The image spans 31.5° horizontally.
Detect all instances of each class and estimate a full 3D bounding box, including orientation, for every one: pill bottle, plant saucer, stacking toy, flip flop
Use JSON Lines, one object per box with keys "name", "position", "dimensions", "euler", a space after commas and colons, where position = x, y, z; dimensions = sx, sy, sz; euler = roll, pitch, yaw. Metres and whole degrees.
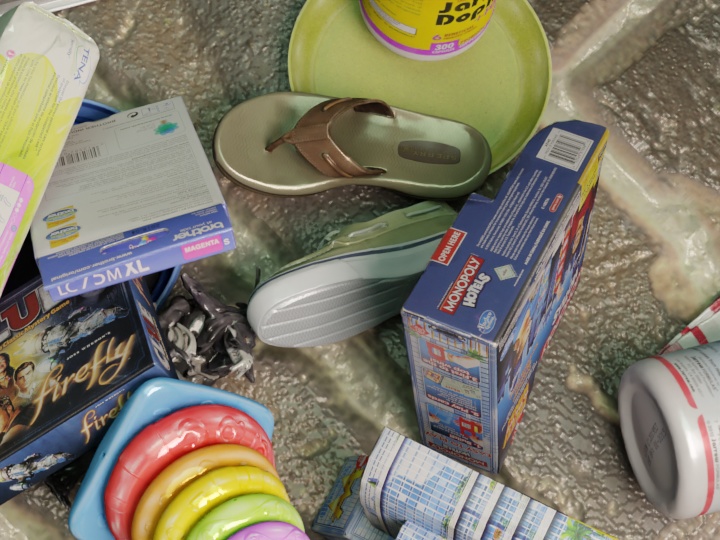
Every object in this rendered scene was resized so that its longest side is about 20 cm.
{"name": "pill bottle", "position": [0.283, 0.091, 0.849], "dimensions": [0.199, 0.109, 0.109], "euler": [-12, 74, -9]}
{"name": "pill bottle", "position": [0.054, -0.231, 0.874], "dimensions": [0.104, 0.200, 0.105], "euler": [1, 73, -3]}
{"name": "plant saucer", "position": [0.044, -0.151, 0.970], "dimensions": [0.199, 0.031, 0.201], "euler": [1, 74, -4]}
{"name": "stacking toy", "position": [-0.067, 0.156, 0.706], "dimensions": [0.200, 0.110, 0.116], "euler": [39, 103, 49]}
{"name": "flip flop", "position": [-0.004, -0.091, 0.903], "dimensions": [0.199, 0.058, 0.081], "euler": [7, 73, -1]}

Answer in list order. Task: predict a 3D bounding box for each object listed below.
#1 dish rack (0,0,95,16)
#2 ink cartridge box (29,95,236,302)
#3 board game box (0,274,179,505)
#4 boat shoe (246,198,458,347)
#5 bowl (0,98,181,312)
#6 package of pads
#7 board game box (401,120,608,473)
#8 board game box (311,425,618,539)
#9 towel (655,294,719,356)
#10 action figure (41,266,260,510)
{"name": "dish rack", "position": [-0.262, -0.281, 0.982], "dimensions": [0.199, 0.044, 0.172], "euler": [-17, 74, -9]}
{"name": "ink cartridge box", "position": [-0.152, -0.044, 0.819], "dimensions": [0.119, 0.042, 0.200], "euler": [-17, 32, -9]}
{"name": "board game box", "position": [-0.218, 0.075, 0.802], "dimensions": [0.200, 0.035, 0.136], "euler": [-32, 44, 3]}
{"name": "boat shoe", "position": [0.000, 0.000, 0.888], "dimensions": [0.200, 0.072, 0.062], "euler": [-15, 54, -36]}
{"name": "bowl", "position": [-0.223, -0.026, 0.910], "dimensions": [0.200, 0.039, 0.201], "euler": [1, 73, -4]}
{"name": "package of pads", "position": [-0.253, -0.064, 0.817], "dimensions": [0.068, 0.154, 0.201], "euler": [29, 70, -31]}
{"name": "board game box", "position": [0.092, 0.031, 0.846], "dimensions": [0.062, 0.200, 0.200], "euler": [21, 51, 16]}
{"name": "board game box", "position": [0.057, 0.172, 0.811], "dimensions": [0.199, 0.200, 0.062], "euler": [23, 72, 18]}
{"name": "towel", "position": [0.318, 0.064, 0.928], "dimensions": [0.200, 0.023, 0.144], "euler": [-40, 81, -14]}
{"name": "action figure", "position": [-0.129, 0.084, 0.847], "dimensions": [0.200, 0.119, 0.102], "euler": [-34, 48, -6]}
